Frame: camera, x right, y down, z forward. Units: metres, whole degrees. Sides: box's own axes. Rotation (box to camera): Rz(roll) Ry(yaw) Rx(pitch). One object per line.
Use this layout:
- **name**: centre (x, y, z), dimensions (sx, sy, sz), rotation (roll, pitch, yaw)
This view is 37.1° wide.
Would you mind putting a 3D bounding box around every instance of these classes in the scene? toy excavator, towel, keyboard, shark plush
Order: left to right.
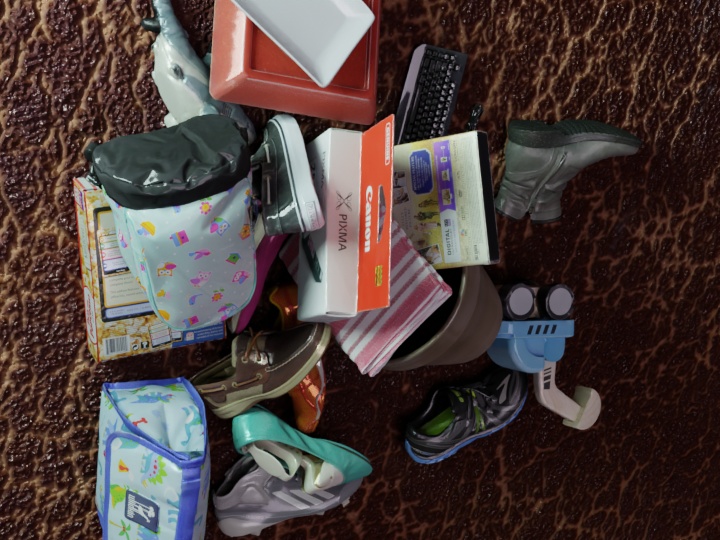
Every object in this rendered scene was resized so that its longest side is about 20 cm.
- **shark plush**: centre (-0.181, -0.211, 1.137), dimensions (0.083, 0.091, 0.200), rotation (-38, 104, -34)
- **towel**: centre (0.000, 0.000, 1.210), dimensions (0.146, 0.200, 0.030), rotation (-49, 153, 24)
- **keyboard**: centre (0.096, -0.169, 1.313), dimensions (0.127, 0.021, 0.200), rotation (6, 108, -31)
- **toy excavator**: centre (0.235, 0.113, 1.428), dimensions (0.194, 0.100, 0.201), rotation (1, 94, -28)

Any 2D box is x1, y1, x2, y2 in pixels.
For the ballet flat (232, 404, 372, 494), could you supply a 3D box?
- **ballet flat**: centre (-0.074, 0.232, 1.301), dimensions (0.200, 0.071, 0.067), rotation (30, 136, -25)

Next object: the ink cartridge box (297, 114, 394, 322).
- **ink cartridge box**: centre (-0.018, -0.051, 1.126), dimensions (0.043, 0.174, 0.201), rotation (4, 82, -20)

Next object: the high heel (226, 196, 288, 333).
- **high heel**: centre (-0.099, -0.020, 1.237), dimensions (0.096, 0.067, 0.200), rotation (3, 111, -34)

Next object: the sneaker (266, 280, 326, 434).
- **sneaker**: centre (-0.082, 0.105, 1.306), dimensions (0.077, 0.073, 0.201), rotation (-7, 108, -8)

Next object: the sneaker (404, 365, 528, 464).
- **sneaker**: centre (0.146, 0.186, 1.448), dimensions (0.199, 0.071, 0.083), rotation (-31, 139, -12)

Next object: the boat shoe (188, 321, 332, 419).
- **boat shoe**: centre (-0.120, 0.104, 1.231), dimensions (0.200, 0.072, 0.072), rotation (-30, 121, 34)

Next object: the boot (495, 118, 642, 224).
- **boot**: centre (0.266, -0.128, 1.406), dimensions (0.199, 0.068, 0.131), rotation (-2, 115, -21)

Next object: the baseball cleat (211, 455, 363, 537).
- **baseball cleat**: centre (-0.089, 0.268, 1.356), dimensions (0.200, 0.070, 0.107), rotation (-20, 119, -22)

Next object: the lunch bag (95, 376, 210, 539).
- **lunch bag**: centre (-0.223, 0.236, 1.189), dimensions (0.127, 0.200, 0.171), rotation (-4, 112, -28)

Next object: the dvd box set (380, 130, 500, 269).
- **dvd box set**: centre (0.056, -0.069, 1.206), dimensions (0.029, 0.200, 0.147), rotation (-3, 87, -57)

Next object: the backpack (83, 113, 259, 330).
- **backpack**: centre (-0.177, -0.041, 1.074), dimensions (0.166, 0.127, 0.200), rotation (-13, 133, -13)

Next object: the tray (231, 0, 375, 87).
- **tray**: centre (-0.082, -0.288, 1.088), dimensions (0.200, 0.022, 0.108), rotation (42, 69, -23)

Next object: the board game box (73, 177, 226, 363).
- **board game box**: centre (-0.228, -0.009, 1.179), dimensions (0.151, 0.046, 0.201), rotation (-9, 114, -26)

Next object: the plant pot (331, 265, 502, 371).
- **plant pot**: centre (0.084, 0.036, 1.304), dimensions (0.173, 0.200, 0.200), rotation (26, 96, -50)

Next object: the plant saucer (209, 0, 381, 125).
- **plant saucer**: centre (-0.056, -0.268, 1.137), dimensions (0.199, 0.037, 0.201), rotation (5, 86, -31)

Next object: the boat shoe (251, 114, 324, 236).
- **boat shoe**: centre (-0.090, -0.106, 1.135), dimensions (0.071, 0.200, 0.072), rotation (-13, 124, -5)
